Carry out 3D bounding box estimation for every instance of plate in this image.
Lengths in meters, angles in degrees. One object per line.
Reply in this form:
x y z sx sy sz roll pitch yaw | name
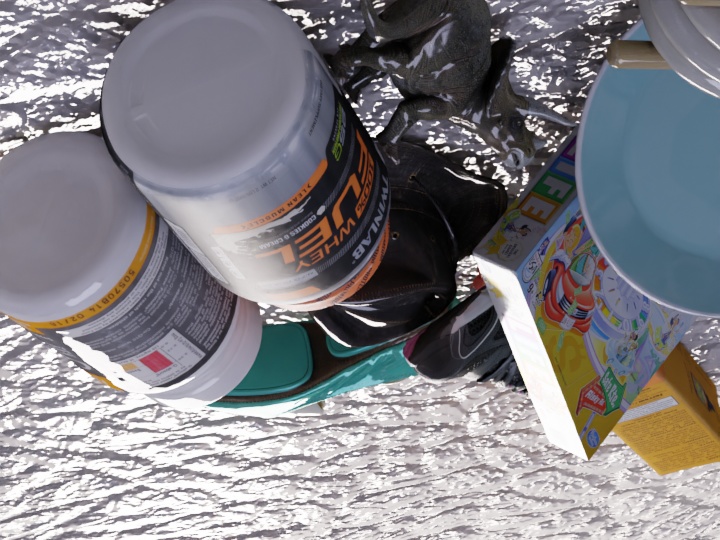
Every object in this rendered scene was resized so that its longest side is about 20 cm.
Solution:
0.216 -0.071 1.457 0.199 0.201 0.026 -5 -165 -10 | plate

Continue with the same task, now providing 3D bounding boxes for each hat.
0.000 0.000 1.574 0.200 0.081 0.201 -8 153 -4 | hat

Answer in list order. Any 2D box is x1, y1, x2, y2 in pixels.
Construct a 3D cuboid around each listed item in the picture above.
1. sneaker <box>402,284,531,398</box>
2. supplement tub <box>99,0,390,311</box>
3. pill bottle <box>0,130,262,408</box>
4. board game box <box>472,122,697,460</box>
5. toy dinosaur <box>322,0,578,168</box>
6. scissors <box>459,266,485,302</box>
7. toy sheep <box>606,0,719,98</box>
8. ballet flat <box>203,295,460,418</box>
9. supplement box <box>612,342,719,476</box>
0.109 0.047 1.626 0.080 0.087 0.200 -39 169 35 | sneaker
-0.056 -0.058 1.396 0.122 0.123 0.200 -16 154 11 | supplement tub
-0.140 0.006 1.499 0.116 0.117 0.200 -19 152 15 | pill bottle
0.144 0.007 1.555 0.034 0.135 0.200 25 155 34 | board game box
0.036 -0.123 1.381 0.102 0.077 0.200 -33 144 1 | toy dinosaur
0.078 0.009 1.675 0.073 0.014 0.200 -23 168 -41 | scissors
0.205 -0.152 1.306 0.137 0.138 0.200 -1 169 -18 | toy sheep
-0.021 0.066 1.700 0.199 0.068 0.070 -18 135 12 | ballet flat
0.209 0.086 1.834 0.069 0.067 0.200 -20 151 19 | supplement box
